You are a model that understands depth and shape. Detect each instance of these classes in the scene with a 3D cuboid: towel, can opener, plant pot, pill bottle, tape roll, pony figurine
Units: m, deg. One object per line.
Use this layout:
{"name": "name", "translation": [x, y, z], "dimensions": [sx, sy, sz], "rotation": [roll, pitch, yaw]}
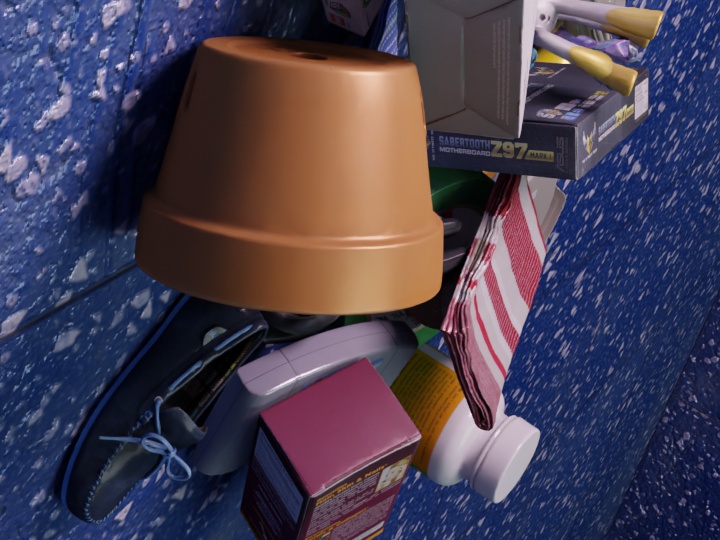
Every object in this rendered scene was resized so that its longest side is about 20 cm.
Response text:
{"name": "towel", "translation": [0.123, 0.018, 1.187], "dimensions": [0.145, 0.023, 0.201], "rotation": [67, 37, -47]}
{"name": "can opener", "translation": [0.000, 0.000, 1.124], "dimensions": [0.199, 0.064, 0.079], "rotation": [-24, 178, -17]}
{"name": "towel", "translation": [0.012, -0.116, 1.044], "dimensions": [0.201, 0.024, 0.146], "rotation": [87, 14, -54]}
{"name": "plant pot", "translation": [-0.039, -0.068, 0.863], "dimensions": [0.200, 0.198, 0.142], "rotation": [-21, 121, -58]}
{"name": "pill bottle", "translation": [0.071, 0.140, 1.343], "dimensions": [0.111, 0.199, 0.112], "rotation": [-46, 155, -29]}
{"name": "tape roll", "translation": [0.048, -0.011, 1.243], "dimensions": [0.200, 0.048, 0.201], "rotation": [-31, 145, -25]}
{"name": "pony figurine", "translation": [0.134, -0.207, 1.095], "dimensions": [0.193, 0.198, 0.168], "rotation": [-31, 141, -79]}

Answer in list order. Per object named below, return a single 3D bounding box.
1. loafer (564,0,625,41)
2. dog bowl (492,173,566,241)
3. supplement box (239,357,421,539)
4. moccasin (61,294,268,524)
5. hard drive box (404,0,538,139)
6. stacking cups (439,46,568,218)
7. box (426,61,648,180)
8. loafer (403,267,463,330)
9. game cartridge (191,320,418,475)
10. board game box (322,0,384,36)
{"name": "loafer", "translation": [0.218, -0.264, 1.306], "dimensions": [0.200, 0.069, 0.071], "rotation": [73, 18, -67]}
{"name": "dog bowl", "translation": [0.155, -0.060, 1.469], "dimensions": [0.200, 0.058, 0.201], "rotation": [-48, 156, -29]}
{"name": "supplement box", "translation": [-0.030, 0.176, 1.172], "dimensions": [0.110, 0.086, 0.201], "rotation": [-25, 155, -24]}
{"name": "moccasin", "translation": [-0.141, 0.100, 0.994], "dimensions": [0.201, 0.068, 0.080], "rotation": [-58, 159, -4]}
{"name": "hard drive box", "translation": [0.083, -0.216, 0.915], "dimensions": [0.156, 0.076, 0.202], "rotation": [82, 17, -61]}
{"name": "stacking cups", "translation": [0.136, -0.131, 1.337], "dimensions": [0.200, 0.060, 0.061], "rotation": [-51, 158, -14]}
{"name": "box", "translation": [0.147, -0.136, 1.189], "dimensions": [0.200, 0.156, 0.052], "rotation": [-35, 127, -54]}
{"name": "loafer", "translation": [0.097, 0.018, 1.243], "dimensions": [0.200, 0.070, 0.074], "rotation": [5, 89, -64]}
{"name": "game cartridge", "translation": [-0.042, 0.104, 1.178], "dimensions": [0.199, 0.042, 0.133], "rotation": [-14, 151, -43]}
{"name": "board game box", "translation": [0.008, -0.251, 0.867], "dimensions": [0.127, 0.034, 0.200], "rotation": [-62, 167, -13]}
